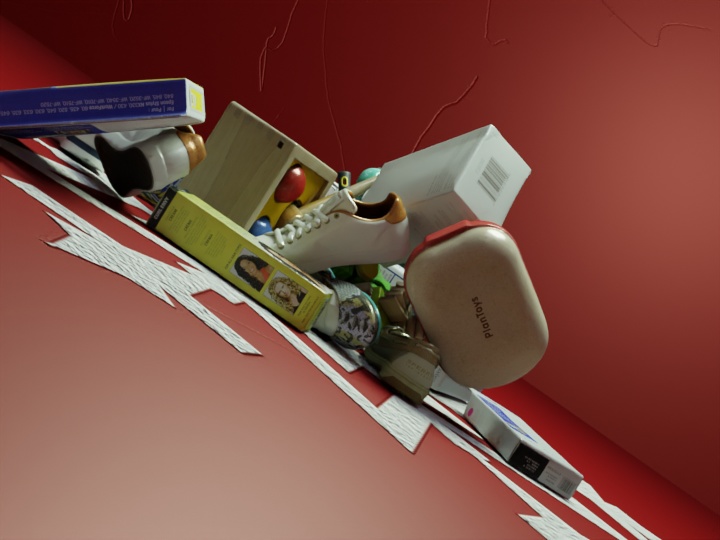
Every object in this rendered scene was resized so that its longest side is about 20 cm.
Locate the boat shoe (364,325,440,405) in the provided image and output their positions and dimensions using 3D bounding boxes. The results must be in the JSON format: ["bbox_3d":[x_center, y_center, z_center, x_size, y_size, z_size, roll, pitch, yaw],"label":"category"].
[{"bbox_3d":[0.051,0.093,1.371,0.073,0.064,0.201,33,3,-5],"label":"boat shoe"}]

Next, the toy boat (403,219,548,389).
[{"bbox_3d":[0.125,0.028,1.364,0.131,0.129,0.202,-99,166,-63],"label":"toy boat"}]

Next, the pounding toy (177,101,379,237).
[{"bbox_3d":[-0.099,-0.088,1.477,0.141,0.186,0.200,34,2,19],"label":"pounding toy"}]

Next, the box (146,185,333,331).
[{"bbox_3d":[-0.124,-0.013,1.293,0.198,0.051,0.075,34,3,4],"label":"box"}]

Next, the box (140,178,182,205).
[{"bbox_3d":[-0.274,-0.138,1.571,0.070,0.065,0.200,32,3,-35],"label":"box"}]

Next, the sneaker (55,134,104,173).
[{"bbox_3d":[-0.326,-0.179,1.492,0.076,0.081,0.200,30,3,-33],"label":"sneaker"}]

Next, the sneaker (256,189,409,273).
[{"bbox_3d":[-0.045,-0.048,1.365,0.196,0.086,0.073,-10,29,-9],"label":"sneaker"}]

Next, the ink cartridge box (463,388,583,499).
[{"bbox_3d":[0.180,0.196,1.446,0.094,0.037,0.200,32,6,-19],"label":"ink cartridge box"}]

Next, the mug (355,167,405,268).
[{"bbox_3d":[0.059,-0.068,1.724,0.182,0.116,0.152,19,-3,-14],"label":"mug"}]

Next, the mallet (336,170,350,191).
[{"bbox_3d":[-0.026,-0.031,1.579,0.065,0.203,0.041,-8,-20,-9],"label":"mallet"}]

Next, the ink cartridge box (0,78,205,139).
[{"bbox_3d":[-0.253,-0.154,1.169,0.194,0.048,0.200,-4,2,-2],"label":"ink cartridge box"}]

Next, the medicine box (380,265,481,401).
[{"bbox_3d":[0.077,0.073,1.645,0.199,0.104,0.182,35,3,22],"label":"medicine box"}]

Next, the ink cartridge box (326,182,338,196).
[{"bbox_3d":[-0.040,-0.042,1.806,0.084,0.147,0.199,33,2,40],"label":"ink cartridge box"}]

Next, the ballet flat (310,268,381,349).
[{"bbox_3d":[-0.042,0.038,1.374,0.072,0.073,0.200,32,3,-27],"label":"ballet flat"}]

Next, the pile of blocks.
[{"bbox_3d":[0.063,0.066,1.480,0.196,0.063,0.083,9,-36,2],"label":"pile of blocks"}]

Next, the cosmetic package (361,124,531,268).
[{"bbox_3d":[0.087,-0.083,1.438,0.081,0.114,0.199,45,-32,-21],"label":"cosmetic package"}]

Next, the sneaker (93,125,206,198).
[{"bbox_3d":[-0.222,-0.122,1.327,0.199,0.084,0.074,18,-52,58],"label":"sneaker"}]

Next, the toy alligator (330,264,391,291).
[{"bbox_3d":[0.000,0.000,1.508,0.199,0.055,0.059,34,-42,-28],"label":"toy alligator"}]
